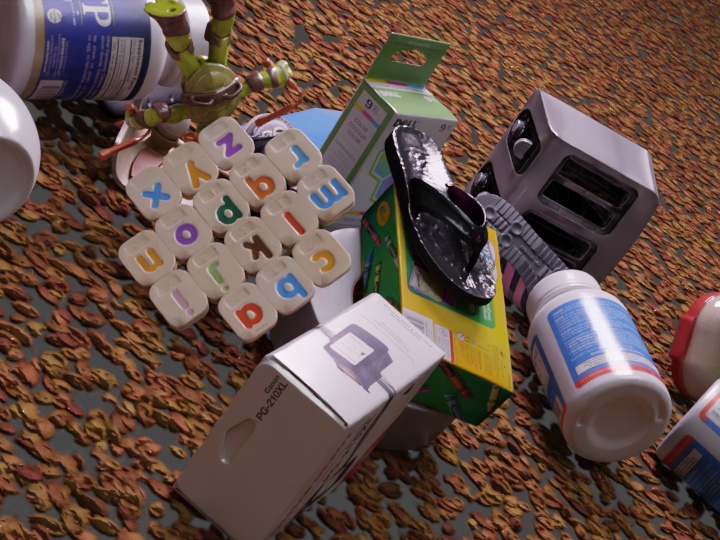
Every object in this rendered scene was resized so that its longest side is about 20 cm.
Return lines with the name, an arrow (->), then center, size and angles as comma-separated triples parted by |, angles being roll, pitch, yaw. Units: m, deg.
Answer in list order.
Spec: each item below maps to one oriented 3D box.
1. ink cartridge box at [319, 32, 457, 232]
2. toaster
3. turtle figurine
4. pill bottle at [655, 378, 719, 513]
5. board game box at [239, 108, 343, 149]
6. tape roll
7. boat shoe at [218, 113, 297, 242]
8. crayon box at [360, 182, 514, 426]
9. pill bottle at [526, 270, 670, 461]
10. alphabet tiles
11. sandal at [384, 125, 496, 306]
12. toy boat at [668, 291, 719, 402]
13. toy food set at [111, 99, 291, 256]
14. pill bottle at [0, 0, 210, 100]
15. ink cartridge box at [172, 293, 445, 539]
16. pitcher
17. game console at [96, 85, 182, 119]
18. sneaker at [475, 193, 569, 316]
ink cartridge box -> 0.026, -0.129, 1.670 | 0.104, 0.200, 0.059 | 1, 38, -52
toaster -> 0.237, -0.081, 1.993 | 0.199, 0.181, 0.119 | 28, 29, -15
turtle figurine -> -0.149, -0.170, 1.535 | 0.199, 0.162, 0.064 | -16, 38, -11
pill bottle -> 0.415, 0.216, 1.775 | 0.200, 0.112, 0.112 | 43, 25, 12
board game box -> -0.046, -0.121, 1.825 | 0.199, 0.039, 0.158 | -19, 35, -41
tape roll -> 0.018, 0.060, 1.538 | 0.200, 0.066, 0.201 | 26, 40, -24
boat shoe -> -0.077, -0.104, 1.613 | 0.074, 0.093, 0.201 | 28, 37, -17
crayon box -> 0.066, 0.027, 1.511 | 0.118, 0.058, 0.201 | 24, 40, -25
pill bottle -> 0.235, 0.090, 1.744 | 0.112, 0.112, 0.200 | 23, 29, -27
alphabet tiles -> -0.107, -0.038, 1.489 | 0.196, 0.200, 0.015 | 48, -14, 23
sandal -> 0.073, -0.058, 1.511 | 0.075, 0.048, 0.201 | 8, 47, -38
toy boat -> 0.429, 0.095, 2.028 | 0.199, 0.131, 0.131 | 17, 2, -36
toy food set -> -0.144, -0.095, 1.660 | 0.199, 0.061, 0.144 | 30, 25, -12
pill bottle -> -0.249, -0.221, 1.623 | 0.199, 0.120, 0.120 | -3, 43, -33
ink cartridge box -> -0.036, 0.115, 1.327 | 0.084, 0.145, 0.200 | 41, 25, 10
pitcher -> -0.324, -0.109, 1.408 | 0.171, 0.121, 0.200 | 33, 8, -45
game console -> -0.281, -0.239, 1.789 | 0.175, 0.117, 0.200 | 12, 16, 22
sneaker -> 0.180, 0.004, 1.903 | 0.070, 0.082, 0.200 | -36, 92, -21
